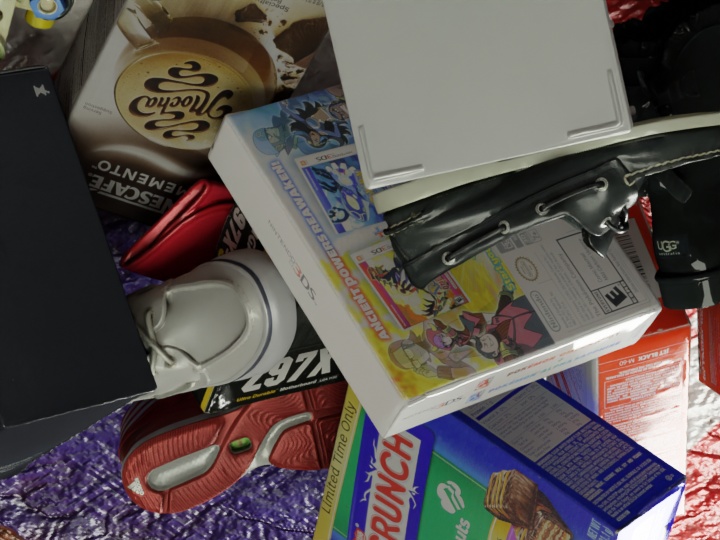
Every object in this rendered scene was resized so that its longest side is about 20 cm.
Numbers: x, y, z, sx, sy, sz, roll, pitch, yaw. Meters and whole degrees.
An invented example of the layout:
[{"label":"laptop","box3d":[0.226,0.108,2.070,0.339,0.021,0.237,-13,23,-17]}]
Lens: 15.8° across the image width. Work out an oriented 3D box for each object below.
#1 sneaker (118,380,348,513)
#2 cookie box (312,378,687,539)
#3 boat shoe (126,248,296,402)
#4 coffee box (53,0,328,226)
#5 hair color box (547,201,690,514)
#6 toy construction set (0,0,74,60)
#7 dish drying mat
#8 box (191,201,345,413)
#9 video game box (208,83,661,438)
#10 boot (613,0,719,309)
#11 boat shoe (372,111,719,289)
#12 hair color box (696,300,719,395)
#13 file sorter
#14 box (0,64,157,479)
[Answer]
[{"label":"sneaker","box3d":[-0.064,0.080,1.664,0.200,0.116,0.079,-14,117,-7]},{"label":"cookie box","box3d":[0.078,0.146,1.551,0.200,0.075,0.171,34,132,26]},{"label":"boat shoe","box3d":[-0.111,0.038,1.480,0.066,0.072,0.200,-19,-178,-38]},{"label":"coffee box","box3d":[-0.099,-0.121,1.472,0.113,0.080,0.200,17,132,-17]},{"label":"hair color box","box3d":[0.156,0.059,1.591,0.064,0.111,0.200,-13,142,-6]},{"label":"toy construction set","box3d":[-0.214,-0.187,1.413,0.131,0.092,0.200,13,144,-11]},{"label":"dish drying mat","box3d":[-0.056,-0.009,1.548,0.077,0.018,0.200,-43,151,20]},{"label":"box","box3d":[0.000,0.000,1.547,0.200,0.049,0.160,-12,145,-33]},{"label":"video game box","box3d":[0.041,-0.021,1.439,0.182,0.200,0.047,-17,153,-33]},{"label":"boot","box3d":[0.214,-0.083,1.490,0.073,0.198,0.163,-1,110,42]},{"label":"boat shoe","box3d":[0.110,-0.036,1.369,0.199,0.075,0.066,-14,90,-1]},{"label":"hair color box","box3d":[0.263,0.041,1.552,0.111,0.200,0.064,-3,90,3]},{"label":"file sorter","box3d":[0.057,-0.159,1.346,0.138,0.125,0.200,-12,95,12]},{"label":"box","box3d":[-0.229,0.012,1.477,0.104,0.200,0.182,-13,168,-38]}]
